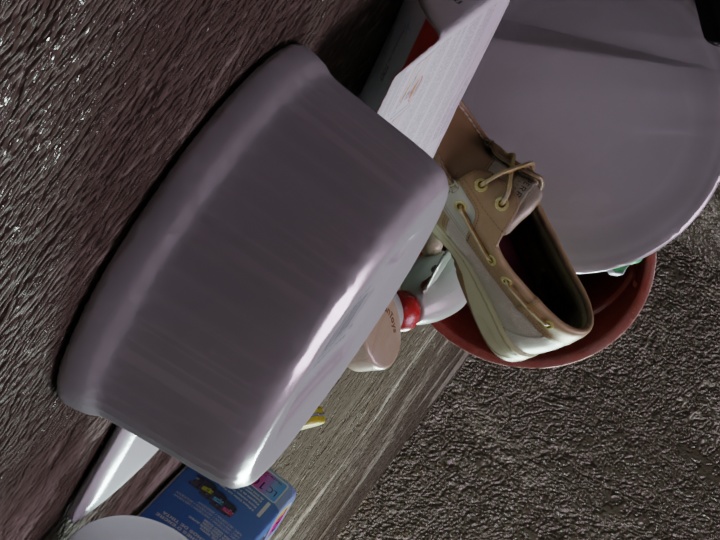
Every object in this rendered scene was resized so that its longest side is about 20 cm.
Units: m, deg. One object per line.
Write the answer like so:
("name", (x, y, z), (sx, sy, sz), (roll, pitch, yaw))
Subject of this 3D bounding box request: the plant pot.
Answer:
("plant pot", (0.144, -0.054, 1.962), (0.201, 0.201, 0.195), (-59, -179, 26))

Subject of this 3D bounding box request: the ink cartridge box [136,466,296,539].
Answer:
("ink cartridge box", (-0.135, 0.216, 1.688), (0.137, 0.076, 0.200), (-59, 172, 27))

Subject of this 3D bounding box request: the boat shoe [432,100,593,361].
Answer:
("boat shoe", (0.081, -0.039, 1.485), (0.066, 0.200, 0.074), (-11, -152, 40))

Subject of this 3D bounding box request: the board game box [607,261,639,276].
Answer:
("board game box", (0.185, -0.132, 1.819), (0.026, 0.200, 0.200), (-16, -153, 45))

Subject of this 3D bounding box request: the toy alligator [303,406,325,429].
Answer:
("toy alligator", (-0.060, 0.080, 1.665), (0.054, 0.059, 0.200), (-15, 175, 3))

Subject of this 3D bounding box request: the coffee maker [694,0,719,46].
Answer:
("coffee maker", (0.227, -0.236, 1.466), (0.135, 0.200, 0.192), (6, -144, 45))

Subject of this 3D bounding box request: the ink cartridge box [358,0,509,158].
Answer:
("ink cartridge box", (0.006, -0.079, 1.328), (0.200, 0.057, 0.163), (-35, 155, -59))

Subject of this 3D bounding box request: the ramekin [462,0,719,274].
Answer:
("ramekin", (0.134, -0.102, 1.580), (0.203, 0.202, 0.094), (-56, -175, 2))

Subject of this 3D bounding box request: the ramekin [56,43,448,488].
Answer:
("ramekin", (-0.044, 0.004, 1.153), (0.201, 0.098, 0.200), (-54, 174, -9))

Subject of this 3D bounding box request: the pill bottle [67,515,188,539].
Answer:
("pill bottle", (-0.154, 0.234, 1.428), (0.116, 0.116, 0.200), (-50, 172, -44))

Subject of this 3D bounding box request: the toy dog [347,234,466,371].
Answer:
("toy dog", (0.000, 0.000, 1.524), (0.200, 0.132, 0.097), (-49, 134, -77))

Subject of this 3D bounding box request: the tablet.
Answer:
("tablet", (-0.094, 0.045, 1.385), (0.200, 0.014, 0.130), (-59, 173, 23))
